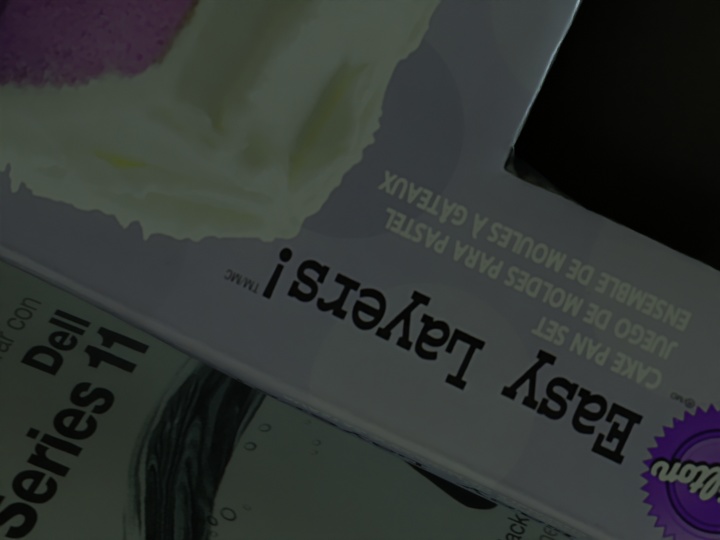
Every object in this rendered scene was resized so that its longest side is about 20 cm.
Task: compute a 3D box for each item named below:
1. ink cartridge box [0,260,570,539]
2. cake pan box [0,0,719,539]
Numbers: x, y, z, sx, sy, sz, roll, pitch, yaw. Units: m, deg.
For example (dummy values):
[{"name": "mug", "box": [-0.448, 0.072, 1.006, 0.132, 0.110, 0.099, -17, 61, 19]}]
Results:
[{"name": "ink cartridge box", "box": [-0.037, 0.089, 0.562, 0.147, 0.200, 0.083, -61, 170, -49]}, {"name": "cake pan box", "box": [0.026, -0.058, 0.530, 0.185, 0.200, 0.052, -63, 177, -1]}]
